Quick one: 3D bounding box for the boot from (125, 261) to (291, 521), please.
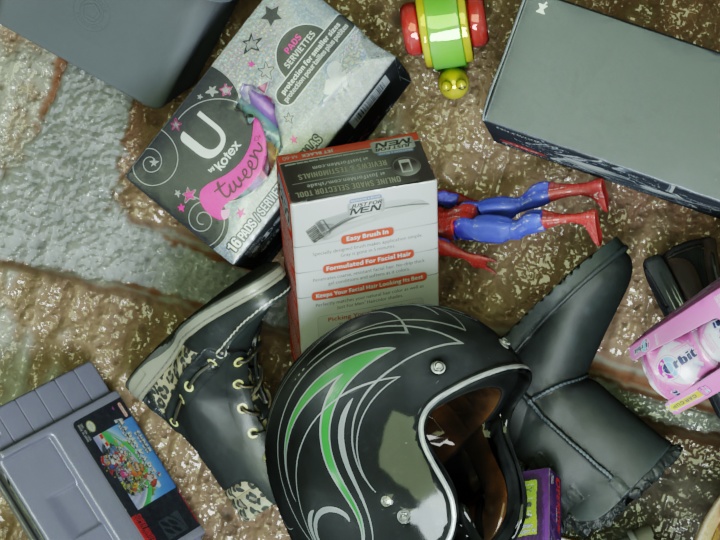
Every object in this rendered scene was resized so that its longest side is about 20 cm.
[{"bbox_3d":[-0.081,0.094,1.617,0.154,0.073,0.204,52,135,2],"label":"boot"}]

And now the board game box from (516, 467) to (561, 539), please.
[{"bbox_3d":[0.057,0.223,1.599,0.199,0.032,0.120,-11,55,25],"label":"board game box"}]

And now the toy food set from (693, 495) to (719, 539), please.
[{"bbox_3d":[0.315,0.244,1.563,0.200,0.049,0.198,33,70,-35],"label":"toy food set"}]

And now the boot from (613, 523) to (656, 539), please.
[{"bbox_3d":[0.154,0.299,1.595,0.200,0.073,0.182,-22,74,0],"label":"boot"}]

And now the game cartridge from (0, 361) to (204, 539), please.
[{"bbox_3d":[-0.206,0.178,1.643,0.130,0.038,0.200,-29,84,-39],"label":"game cartridge"}]

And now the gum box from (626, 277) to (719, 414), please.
[{"bbox_3d":[0.296,0.024,1.539,0.200,0.113,0.066,-31,85,-40],"label":"gum box"}]

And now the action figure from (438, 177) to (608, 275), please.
[{"bbox_3d":[0.092,-0.037,1.641,0.199,0.052,0.066,-1,47,18],"label":"action figure"}]

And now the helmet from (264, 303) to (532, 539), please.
[{"bbox_3d":[0.029,0.121,1.526,0.199,0.200,0.191,-5,84,6],"label":"helmet"}]

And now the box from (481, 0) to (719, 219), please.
[{"bbox_3d":[0.202,-0.120,1.574,0.199,0.182,0.104,19,90,7],"label":"box"}]

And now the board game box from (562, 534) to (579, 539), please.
[{"bbox_3d":[0.132,0.249,1.647,0.199,0.030,0.096,16,90,4],"label":"board game box"}]

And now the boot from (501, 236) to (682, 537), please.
[{"bbox_3d":[0.180,0.095,1.624,0.162,0.073,0.198,46,100,8],"label":"boot"}]

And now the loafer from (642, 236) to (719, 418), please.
[{"bbox_3d":[0.288,0.067,1.617,0.063,0.072,0.200,-28,82,0],"label":"loafer"}]

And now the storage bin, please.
[{"bbox_3d":[-0.185,-0.230,1.655,0.200,0.146,0.135,30,118,6],"label":"storage bin"}]

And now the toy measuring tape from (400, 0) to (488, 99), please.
[{"bbox_3d":[0.060,-0.227,1.625,0.073,0.074,0.201,-8,108,6],"label":"toy measuring tape"}]

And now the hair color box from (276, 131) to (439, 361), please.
[{"bbox_3d":[0.000,0.000,1.583,0.111,0.200,0.064,-10,43,-9],"label":"hair color box"}]

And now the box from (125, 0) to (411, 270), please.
[{"bbox_3d":[-0.070,-0.112,1.628,0.115,0.132,0.200,38,92,7],"label":"box"}]
